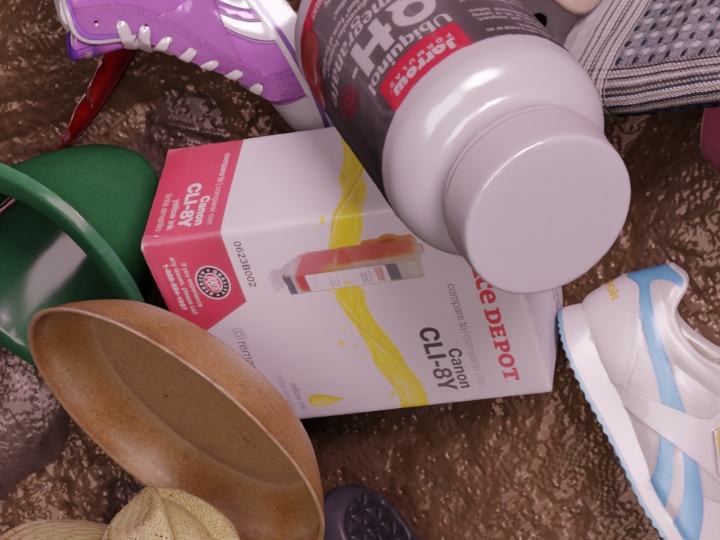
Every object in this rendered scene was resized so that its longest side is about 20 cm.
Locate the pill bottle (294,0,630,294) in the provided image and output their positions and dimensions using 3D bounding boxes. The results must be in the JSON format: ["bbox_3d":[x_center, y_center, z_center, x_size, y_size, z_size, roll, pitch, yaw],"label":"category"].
[{"bbox_3d":[0.049,-0.077,0.880,0.110,0.200,0.112,-12,127,-17],"label":"pill bottle"}]

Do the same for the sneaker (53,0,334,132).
[{"bbox_3d":[-0.100,-0.132,1.025,0.114,0.073,0.201,-41,106,-7],"label":"sneaker"}]

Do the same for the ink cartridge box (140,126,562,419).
[{"bbox_3d":[0.000,0.000,1.015,0.198,0.084,0.146,-7,129,16],"label":"ink cartridge box"}]

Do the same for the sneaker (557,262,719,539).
[{"bbox_3d":[0.186,0.094,1.016,0.080,0.077,0.201,-29,93,15],"label":"sneaker"}]

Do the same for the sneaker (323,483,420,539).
[{"bbox_3d":[0.019,0.216,1.097,0.083,0.072,0.201,-31,89,41],"label":"sneaker"}]

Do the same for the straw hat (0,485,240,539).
[{"bbox_3d":[-0.109,0.173,1.041,0.200,0.201,0.086,31,111,8],"label":"straw hat"}]

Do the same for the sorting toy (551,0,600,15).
[{"bbox_3d":[0.086,-0.255,0.938,0.199,0.037,0.186,37,81,9],"label":"sorting toy"}]

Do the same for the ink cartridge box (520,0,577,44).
[{"bbox_3d":[0.044,-0.192,1.010,0.116,0.067,0.201,-36,87,17],"label":"ink cartridge box"}]

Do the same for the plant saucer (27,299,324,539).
[{"bbox_3d":[-0.093,0.079,1.016,0.199,0.201,0.036,34,63,8],"label":"plant saucer"}]

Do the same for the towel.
[{"bbox_3d":[0.188,-0.157,0.889,0.035,0.192,0.201,44,66,-26],"label":"towel"}]

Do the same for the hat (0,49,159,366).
[{"bbox_3d":[-0.144,-0.055,1.109,0.166,0.176,0.200,43,144,-8],"label":"hat"}]

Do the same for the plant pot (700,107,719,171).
[{"bbox_3d":[0.276,-0.072,0.914,0.178,0.199,0.202,31,106,23],"label":"plant pot"}]
